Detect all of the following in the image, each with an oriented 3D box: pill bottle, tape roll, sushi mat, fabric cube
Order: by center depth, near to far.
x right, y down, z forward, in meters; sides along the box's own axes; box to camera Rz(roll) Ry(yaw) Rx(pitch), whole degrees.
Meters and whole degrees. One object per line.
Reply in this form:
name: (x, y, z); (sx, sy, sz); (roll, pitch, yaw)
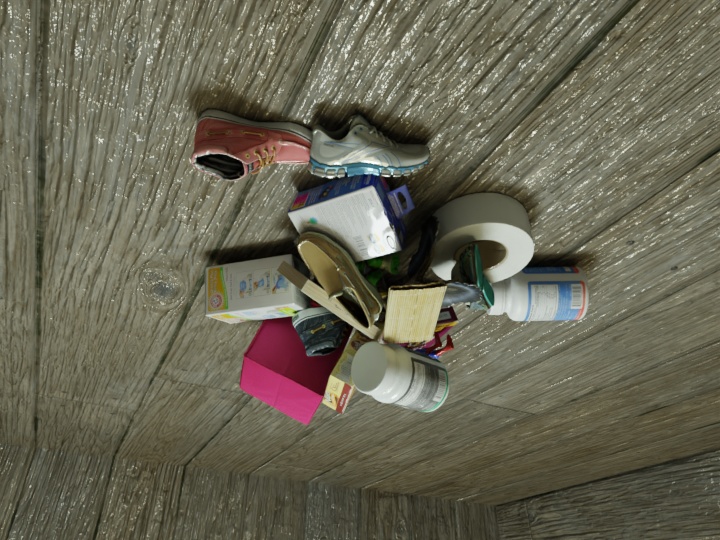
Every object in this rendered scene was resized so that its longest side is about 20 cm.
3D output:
sushi mat: (0.090, 0.078, 0.932); (0.093, 0.012, 0.202); (-4, 148, -4)
tape roll: (0.224, -0.055, 1.023); (0.197, 0.072, 0.204); (0, 147, 0)
pill bottle: (0.080, 0.209, 1.064); (0.112, 0.116, 0.198); (-26, 144, 35)
pill bottle: (0.368, 0.050, 1.142); (0.195, 0.114, 0.113); (0, 147, 3)
fabric cube: (-0.151, 0.199, 1.245); (0.197, 0.198, 0.201); (26, 147, 1)

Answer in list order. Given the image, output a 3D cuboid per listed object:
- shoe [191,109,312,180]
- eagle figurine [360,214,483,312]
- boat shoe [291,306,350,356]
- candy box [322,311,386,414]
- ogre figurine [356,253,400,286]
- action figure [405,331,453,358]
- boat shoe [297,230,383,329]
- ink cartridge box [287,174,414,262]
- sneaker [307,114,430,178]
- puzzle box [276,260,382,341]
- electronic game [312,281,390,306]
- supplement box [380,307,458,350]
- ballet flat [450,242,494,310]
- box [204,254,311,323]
shoe: (-0.156, -0.178, 0.823); (0.195, 0.093, 0.072); (10, 146, -14)
eagle figurine: (0.114, 0.020, 0.967); (0.151, 0.153, 0.199); (34, 121, -31)
boat shoe: (-0.051, 0.124, 1.146); (0.197, 0.092, 0.071); (-9, 157, -39)
candy box: (-0.008, 0.186, 1.140); (0.054, 0.201, 0.117); (26, 139, 8)
ogre figurine: (0.000, 0.000, 1.084); (0.117, 0.100, 0.200); (9, 148, -21)
action figure: (0.119, 0.195, 1.200); (0.064, 0.053, 0.200); (10, 141, -40)
boat shoe: (-0.037, 0.020, 0.926); (0.200, 0.077, 0.071); (43, 128, -13)
ink cartridge box: (-0.006, -0.091, 0.936); (0.196, 0.077, 0.138); (-13, 125, 23)
sneaker: (0.016, -0.193, 0.825); (0.195, 0.075, 0.089); (-5, 117, -13)
puzzle box: (-0.059, 0.058, 1.022); (0.199, 0.026, 0.132); (37, 175, -33)
electronic game: (-0.020, 0.063, 1.230); (0.195, 0.042, 0.202); (1, 146, 0)
supplement box: (0.111, 0.125, 1.236); (0.128, 0.105, 0.201); (-8, 153, -27)
ballet flat: (0.204, 0.020, 1.012); (0.073, 0.076, 0.201); (-11, 143, 18)
box: (-0.212, 0.042, 1.122); (0.195, 0.104, 0.113); (-8, 165, 12)
